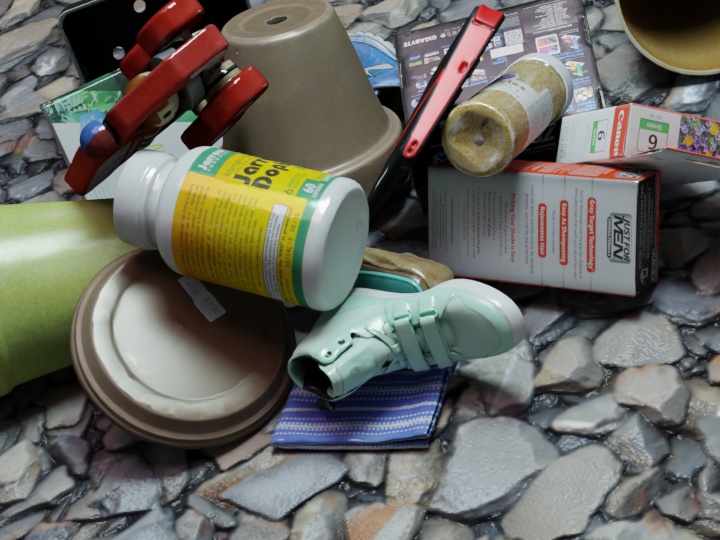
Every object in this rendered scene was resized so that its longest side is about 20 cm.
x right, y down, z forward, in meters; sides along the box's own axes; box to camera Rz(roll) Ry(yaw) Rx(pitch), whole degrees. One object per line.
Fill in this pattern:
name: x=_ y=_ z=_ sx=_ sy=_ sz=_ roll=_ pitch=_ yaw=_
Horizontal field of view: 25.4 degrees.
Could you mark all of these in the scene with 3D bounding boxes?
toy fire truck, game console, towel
toy fire truck: x=-0.186 y=-0.143 z=1.423 sx=0.168 sy=0.112 sz=0.200 roll=-44 pitch=4 yaw=-20
game console: x=0.063 y=-0.137 z=1.443 sx=0.031 sy=0.200 sz=0.178 roll=28 pitch=71 yaw=-2
towel: x=0.013 y=0.077 z=1.375 sx=0.143 sy=0.024 sz=0.201 roll=-3 pitch=38 yaw=20

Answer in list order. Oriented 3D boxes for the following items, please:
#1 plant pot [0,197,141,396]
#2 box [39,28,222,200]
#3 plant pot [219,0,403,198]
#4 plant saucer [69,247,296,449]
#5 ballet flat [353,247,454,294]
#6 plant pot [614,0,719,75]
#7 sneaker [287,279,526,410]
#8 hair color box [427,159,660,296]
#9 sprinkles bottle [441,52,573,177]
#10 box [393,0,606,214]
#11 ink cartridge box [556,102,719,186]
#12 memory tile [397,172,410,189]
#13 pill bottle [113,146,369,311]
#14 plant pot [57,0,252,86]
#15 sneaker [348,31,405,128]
plant pot: x=-0.287 y=0.015 z=1.465 sx=0.182 sy=0.202 sz=0.201 roll=-12 pitch=33 yaw=-13
box: x=-0.215 y=-0.148 z=1.669 sx=0.199 sy=0.145 sz=0.036 roll=-28 pitch=19 yaw=-15
plant pot: x=-0.062 y=-0.168 z=1.566 sx=0.198 sy=0.176 sz=0.201 roll=-10 pitch=27 yaw=5
plant saucer: x=-0.150 y=0.057 z=1.373 sx=0.198 sy=0.030 sz=0.202 roll=7 pitch=57 yaw=-11
ballet flat: x=0.000 y=0.000 z=1.424 sx=0.199 sy=0.069 sz=0.072 roll=9 pitch=25 yaw=36
plant pot: x=0.342 y=-0.323 z=1.664 sx=0.184 sy=0.188 sz=0.200 roll=-13 pitch=22 yaw=5
sneaker: x=0.034 y=0.069 z=1.297 sx=0.199 sy=0.074 sz=0.118 roll=-3 pitch=32 yaw=39
hair color box: x=0.159 y=-0.041 z=1.397 sx=0.198 sy=0.103 sz=0.061 roll=7 pitch=15 yaw=30
sprinkles bottle: x=0.135 y=-0.141 z=1.428 sx=0.068 sy=0.069 sz=0.200 roll=0 pitch=19 yaw=23
box: x=0.140 y=-0.167 z=1.574 sx=0.198 sy=0.050 sz=0.200 roll=-13 pitch=59 yaw=8
ink cartridge box: x=0.262 y=-0.110 z=1.387 sx=0.108 sy=0.051 sz=0.200 roll=9 pitch=-4 yaw=-18
memory tile: x=-0.058 y=-0.066 z=1.581 sx=0.152 sy=0.017 sz=0.199 roll=15 pitch=39 yaw=42
pill bottle: x=-0.102 y=-0.042 z=1.345 sx=0.198 sy=0.114 sz=0.113 roll=14 pitch=44 yaw=19
plant pot: x=-0.217 y=-0.239 z=1.770 sx=0.198 sy=0.202 sz=0.177 roll=-23 pitch=22 yaw=-8
sneaker: x=0.016 y=-0.195 z=1.694 sx=0.199 sy=0.079 sz=0.089 roll=18 pitch=45 yaw=39
